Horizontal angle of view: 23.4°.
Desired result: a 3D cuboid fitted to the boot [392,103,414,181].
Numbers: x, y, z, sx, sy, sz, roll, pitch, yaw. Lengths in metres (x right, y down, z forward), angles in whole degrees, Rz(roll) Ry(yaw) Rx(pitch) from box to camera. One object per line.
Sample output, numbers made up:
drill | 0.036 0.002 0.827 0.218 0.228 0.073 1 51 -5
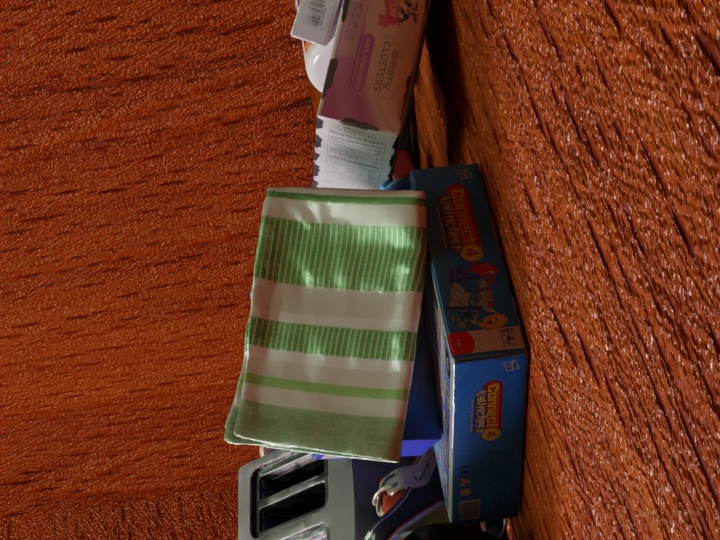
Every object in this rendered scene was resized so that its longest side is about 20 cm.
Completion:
boot | 0.024 -0.133 1.780 0.075 0.073 0.202 -57 -41 -81

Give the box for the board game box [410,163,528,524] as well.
board game box | 0.080 0.058 1.345 0.201 0.055 0.197 88 174 -47

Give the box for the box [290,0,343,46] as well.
box | -0.009 -0.285 1.510 0.200 0.036 0.145 -67 -5 -69

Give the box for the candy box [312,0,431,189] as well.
candy box | 0.012 -0.166 1.476 0.200 0.071 0.169 99 -176 -74

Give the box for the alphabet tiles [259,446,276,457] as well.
alphabet tiles | -0.005 0.195 1.784 0.015 0.199 0.197 -14 92 64

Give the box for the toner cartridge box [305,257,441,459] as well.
toner cartridge box | -0.001 0.043 1.354 0.043 0.094 0.202 135 131 -58

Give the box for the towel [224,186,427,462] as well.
towel | -0.024 0.036 1.299 0.023 0.151 0.202 27 -111 -58

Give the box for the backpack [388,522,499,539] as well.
backpack | 0.037 0.290 1.343 0.126 0.167 0.201 37 148 13

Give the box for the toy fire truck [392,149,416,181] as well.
toy fire truck | 0.033 -0.009 1.655 0.200 0.111 0.169 -106 -9 -71

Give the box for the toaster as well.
toaster | -0.022 0.253 1.572 0.118 0.199 0.182 26 -131 -40

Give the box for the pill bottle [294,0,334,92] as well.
pill bottle | -0.012 -0.275 1.712 0.110 0.108 0.201 89 173 -56

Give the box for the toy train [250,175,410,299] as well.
toy train | 0.000 0.000 1.471 0.087 0.199 0.114 53 164 14

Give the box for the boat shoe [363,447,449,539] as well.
boat shoe | 0.043 0.197 1.478 0.071 0.062 0.200 -56 -13 23

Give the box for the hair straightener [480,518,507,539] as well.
hair straightener | 0.092 0.158 1.449 0.201 0.040 0.078 -100 4 -58
